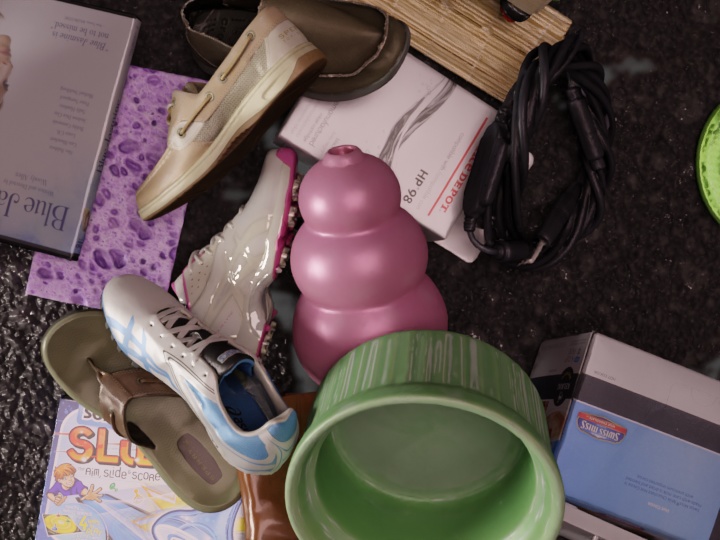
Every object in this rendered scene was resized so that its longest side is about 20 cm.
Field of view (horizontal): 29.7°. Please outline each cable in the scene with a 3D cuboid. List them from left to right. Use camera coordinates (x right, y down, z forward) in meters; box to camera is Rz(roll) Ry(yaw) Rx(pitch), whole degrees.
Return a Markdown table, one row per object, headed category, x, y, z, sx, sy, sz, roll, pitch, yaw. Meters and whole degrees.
| category | x | y | z | sx | sy | sz | roll | pitch | yaw |
| --- | --- | --- | --- | --- | --- | --- | --- | --- | --- |
| cable | 0.160 | -0.095 | 1.102 | 0.163 | 0.051 | 0.200 | 14 | 94 | -46 |

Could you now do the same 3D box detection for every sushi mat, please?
| category | x | y | z | sx | sy | sz | roll | pitch | yaw |
| --- | --- | --- | --- | --- | --- | --- | --- | --- | --- |
| sushi mat | 0.076 | -0.222 | 1.146 | 0.200 | 0.012 | 0.096 | 31 | 85 | -7 |

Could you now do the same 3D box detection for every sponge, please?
| category | x | y | z | sx | sy | sz | roll | pitch | yaw |
| --- | --- | --- | --- | --- | --- | --- | --- | --- | --- |
| sponge | -0.193 | -0.067 | 1.099 | 0.112 | 0.030 | 0.200 | 12 | 89 | -8 |

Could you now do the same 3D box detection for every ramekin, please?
| category | x | y | z | sx | sy | sz | roll | pitch | yaw |
| --- | --- | --- | --- | --- | --- | --- | --- | --- | --- |
| ramekin | 0.048 | 0.140 | 1.002 | 0.200 | 0.098 | 0.200 | 3 | 124 | 4 |

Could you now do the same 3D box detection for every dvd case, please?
| category | x | y | z | sx | sy | sz | roll | pitch | yaw |
| --- | --- | --- | --- | --- | --- | --- | --- | --- | --- |
| dvd case | -0.266 | -0.120 | 1.075 | 0.143 | 0.018 | 0.200 | 14 | 88 | 8 |

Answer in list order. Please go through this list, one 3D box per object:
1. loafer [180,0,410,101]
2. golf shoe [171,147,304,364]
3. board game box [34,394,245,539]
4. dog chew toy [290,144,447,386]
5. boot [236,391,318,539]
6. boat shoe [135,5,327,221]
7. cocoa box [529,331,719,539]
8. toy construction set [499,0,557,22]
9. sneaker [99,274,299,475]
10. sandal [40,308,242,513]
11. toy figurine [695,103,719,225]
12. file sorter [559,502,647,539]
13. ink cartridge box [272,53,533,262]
| category | x | y | z | sx | sy | sz | roll | pitch | yaw |
| --- | --- | --- | --- | --- | --- | --- | --- | --- | --- |
| loafer | -0.058 | -0.179 | 1.050 | 0.200 | 0.070 | 0.075 | 6 | 73 | 27 |
| golf shoe | -0.101 | -0.006 | 1.085 | 0.091 | 0.075 | 0.200 | 15 | 96 | 2 |
| board game box | -0.154 | 0.183 | 1.102 | 0.200 | 0.034 | 0.135 | 9 | 88 | -8 |
| dog chew toy | 0.000 | 0.000 | 1.057 | 0.124 | 0.125 | 0.200 | -13 | 114 | -8 |
| boot | -0.021 | 0.195 | 1.098 | 0.188 | 0.068 | 0.200 | 1 | 79 | -29 |
| boat shoe | -0.112 | -0.116 | 1.035 | 0.065 | 0.072 | 0.200 | 49 | 117 | 3 |
| cocoa box | 0.235 | 0.147 | 1.104 | 0.200 | 0.133 | 0.131 | 21 | 80 | -9 |
| toy construction set | 0.114 | -0.283 | 1.115 | 0.200 | 0.092 | 0.131 | 15 | 50 | -15 |
| sneaker | -0.118 | 0.065 | 1.018 | 0.200 | 0.072 | 0.072 | 43 | 40 | 20 |
| sandal | -0.160 | 0.106 | 1.055 | 0.201 | 0.057 | 0.080 | 45 | 84 | -6 |
| toy figurine | 0.400 | -0.103 | 1.107 | 0.200 | 0.184 | 0.150 | -26 | 94 | -8 |
| file sorter | 0.190 | 0.271 | 1.091 | 0.200 | 0.139 | 0.125 | 25 | 78 | -7 |
| ink cartridge box | 0.043 | -0.103 | 1.114 | 0.200 | 0.067 | 0.116 | 31 | 85 | -7 |
